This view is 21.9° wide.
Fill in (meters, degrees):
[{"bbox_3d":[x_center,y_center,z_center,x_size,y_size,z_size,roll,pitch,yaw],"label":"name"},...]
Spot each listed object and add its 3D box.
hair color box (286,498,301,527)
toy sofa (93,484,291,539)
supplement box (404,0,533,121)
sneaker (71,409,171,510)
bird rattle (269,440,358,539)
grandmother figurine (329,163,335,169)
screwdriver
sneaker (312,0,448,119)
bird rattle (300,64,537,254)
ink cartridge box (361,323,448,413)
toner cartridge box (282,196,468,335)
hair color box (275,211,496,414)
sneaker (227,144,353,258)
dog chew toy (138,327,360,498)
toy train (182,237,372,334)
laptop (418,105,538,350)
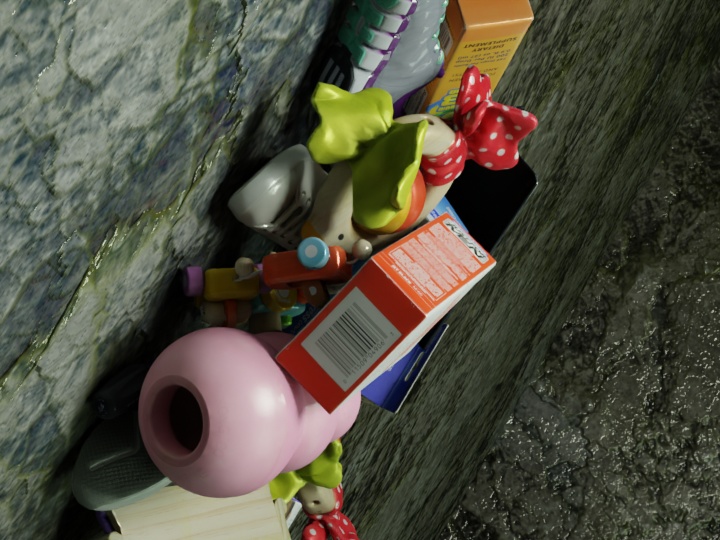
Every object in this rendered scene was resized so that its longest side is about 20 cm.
[{"bbox_3d":[-0.141,0.300,1.856,0.201,0.065,0.109,-61,166,-6],"label":"hair color box"},{"bbox_3d":[-0.151,0.223,1.507,0.083,0.098,0.199,-27,166,39],"label":"toy sofa"},{"bbox_3d":[0.083,-0.183,1.573,0.066,0.069,0.200,-10,160,-17],"label":"supplement box"},{"bbox_3d":[-0.158,0.137,1.450,0.200,0.070,0.080,-42,165,-50],"label":"sneaker"},{"bbox_3d":[-0.041,0.184,1.770,0.200,0.112,0.164,55,24,-47],"label":"bird rattle"},{"bbox_3d":[0.016,-0.139,1.543,0.121,0.060,0.201,-50,162,-44],"label":"grandmother figurine"},{"bbox_3d":[-0.147,0.064,1.435,0.200,0.028,0.029,-44,130,-55],"label":"screwdriver"},{"bbox_3d":[0.040,-0.195,1.426,0.087,0.075,0.201,13,121,-32],"label":"sneaker"},{"bbox_3d":[0.030,-0.082,1.417,0.200,0.113,0.163,-18,150,-52],"label":"bird rattle"},{"bbox_3d":[0.008,0.072,1.773,0.100,0.039,0.200,-58,-158,-9],"label":"ink cartridge box"},{"bbox_3d":[0.000,0.000,1.573,0.043,0.095,0.200,-3,141,-47],"label":"toner cartridge box"},{"bbox_3d":[0.023,0.028,1.402,0.111,0.064,0.200,-46,174,20],"label":"hair color box"},{"bbox_3d":[-0.038,-0.044,1.459,0.073,0.085,0.200,-43,169,11],"label":"sneaker"},{"bbox_3d":[-0.074,0.101,1.400,0.199,0.124,0.125,-7,126,-54],"label":"dog chew toy"},{"bbox_3d":[-0.055,0.023,1.432,0.200,0.149,0.056,52,31,-78],"label":"toy train"},{"bbox_3d":[0.099,-0.042,1.614,0.178,0.103,0.200,-56,164,17],"label":"laptop"}]
